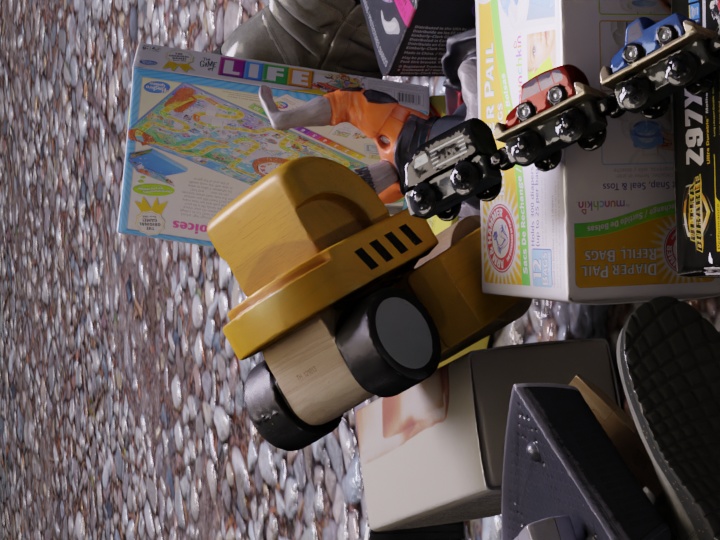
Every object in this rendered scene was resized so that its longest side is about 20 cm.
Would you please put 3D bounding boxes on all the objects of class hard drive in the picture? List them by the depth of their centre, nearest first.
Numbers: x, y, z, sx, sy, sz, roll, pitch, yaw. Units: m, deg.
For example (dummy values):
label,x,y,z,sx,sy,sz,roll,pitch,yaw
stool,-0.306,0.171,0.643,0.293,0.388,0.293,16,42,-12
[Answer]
label,x,y,z,sx,sy,sz,roll,pitch,yaw
hard drive,0.123,0.160,1.114,0.201,0.042,0.135,87,157,-50

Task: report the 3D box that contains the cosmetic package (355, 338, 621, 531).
label,x,y,z,sx,sy,sz,roll,pitch,yaw
cosmetic package,0.079,0.108,1.293,0.200,0.102,0.088,148,117,-64

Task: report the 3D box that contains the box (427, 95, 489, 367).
label,x,y,z,sx,sy,sz,roll,pitch,yaw
box,0.064,-0.014,1.386,0.075,0.050,0.202,-121,36,-54

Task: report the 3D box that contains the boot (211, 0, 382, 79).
label,x,y,z,sx,sy,sz,roll,pitch,yaw
boot,0.001,-0.130,1.401,0.131,0.199,0.068,-42,32,27

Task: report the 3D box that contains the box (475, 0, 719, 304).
label,x,y,z,sx,sy,sz,roll,pitch,yaw
box,0.132,-0.084,1.132,0.112,0.100,0.202,-178,86,-68

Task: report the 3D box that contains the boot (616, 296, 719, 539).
label,x,y,z,sx,sy,sz,roll,pitch,yaw
boot,0.167,0.125,1.074,0.202,0.067,0.131,67,154,11

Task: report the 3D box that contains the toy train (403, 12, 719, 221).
label,x,y,z,sx,sy,sz,roll,pitch,yaw
toy train,0.103,-0.082,1.049,0.199,0.034,0.046,-26,69,30

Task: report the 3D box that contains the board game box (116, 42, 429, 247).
label,x,y,z,sx,sy,sz,roll,pitch,yaw
board game box,-0.061,-0.075,1.377,0.034,0.198,0.135,-87,6,-56

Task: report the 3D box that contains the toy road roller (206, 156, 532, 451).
label,x,y,z,sx,sy,sz,roll,pitch,yaw
toy road roller,0.000,0.000,1.198,0.123,0.199,0.147,-31,88,41

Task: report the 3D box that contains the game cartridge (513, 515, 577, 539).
label,x,y,z,sx,sy,sz,roll,pitch,yaw
game cartridge,0.111,0.240,1.051,0.130,0.038,0.202,123,136,-60

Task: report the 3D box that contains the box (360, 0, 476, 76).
label,x,y,z,sx,sy,sz,roll,pitch,yaw
box,0.074,-0.229,1.261,0.201,0.105,0.123,114,147,-48

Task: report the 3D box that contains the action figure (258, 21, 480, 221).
label,x,y,z,sx,sy,sz,roll,pitch,yaw
action figure,0.047,-0.048,1.267,0.105,0.191,0.202,-73,-25,-55

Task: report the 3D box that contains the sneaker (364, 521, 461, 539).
label,x,y,z,sx,sy,sz,roll,pitch,yaw
sneaker,0.025,0.236,1.474,0.088,0.073,0.202,180,95,-73

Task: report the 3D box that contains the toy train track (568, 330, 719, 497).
label,x,y,z,sx,sy,sz,roll,pitch,yaw
toy train track,0.181,0.072,1.104,0.115,0.032,0.201,45,134,12

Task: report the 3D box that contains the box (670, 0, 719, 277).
label,x,y,z,sx,sy,sz,roll,pitch,yaw
box,0.212,-0.097,0.998,0.159,0.049,0.202,176,92,-70
